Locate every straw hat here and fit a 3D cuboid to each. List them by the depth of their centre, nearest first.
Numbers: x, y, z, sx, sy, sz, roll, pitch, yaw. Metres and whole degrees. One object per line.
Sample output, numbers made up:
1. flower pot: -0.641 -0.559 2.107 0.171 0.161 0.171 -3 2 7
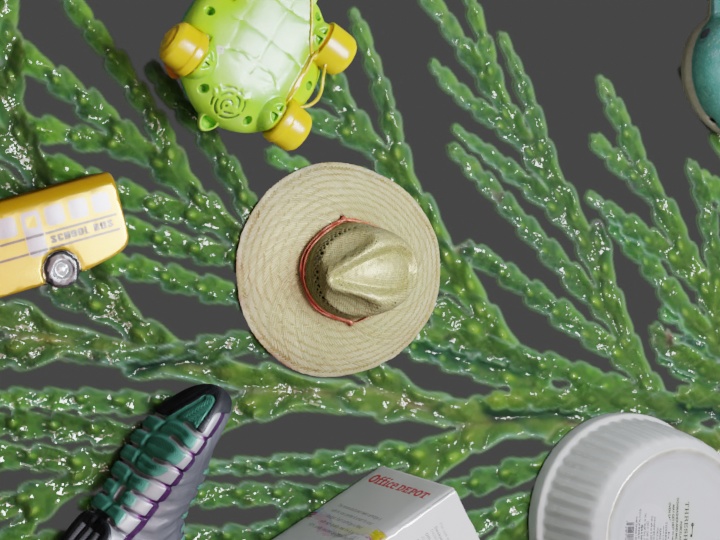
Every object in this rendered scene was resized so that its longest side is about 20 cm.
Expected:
1. straw hat: 0.000 0.000 1.621 0.199 0.085 0.203 -1 93 -26

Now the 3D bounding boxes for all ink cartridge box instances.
1. ink cartridge box: 0.002 0.286 1.601 0.199 0.146 0.147 -32 105 -20

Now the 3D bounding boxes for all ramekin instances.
1. ramekin: 0.265 0.237 1.749 0.198 0.105 0.202 -1 93 -26

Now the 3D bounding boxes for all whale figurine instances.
1. whale figurine: 0.396 -0.218 1.793 0.159 0.104 0.200 45 74 -20

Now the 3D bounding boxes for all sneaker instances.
1. sneaker: -0.164 0.189 1.570 0.200 0.074 0.088 -50 128 -7

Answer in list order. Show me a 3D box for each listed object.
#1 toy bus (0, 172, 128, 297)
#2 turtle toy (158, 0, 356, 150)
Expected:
1. toy bus: -0.286 -0.015 1.493 0.199 0.065 0.079 -18 99 -24
2. turtle toy: -0.084 -0.200 1.563 0.145 0.101 0.201 36 77 -23
